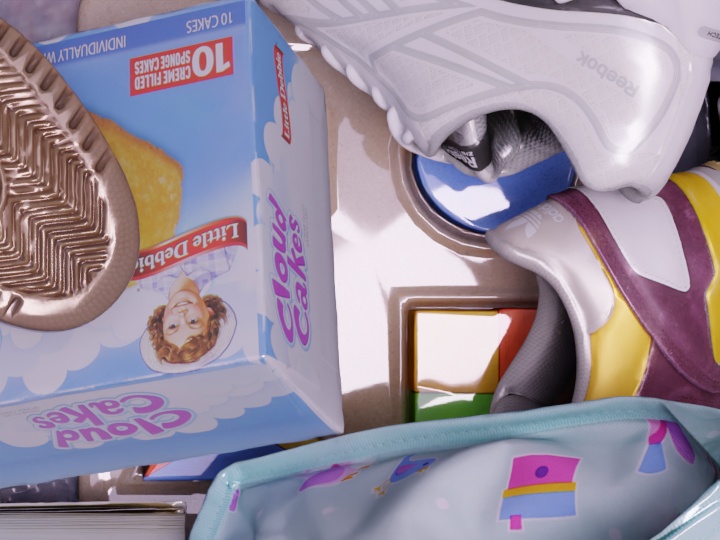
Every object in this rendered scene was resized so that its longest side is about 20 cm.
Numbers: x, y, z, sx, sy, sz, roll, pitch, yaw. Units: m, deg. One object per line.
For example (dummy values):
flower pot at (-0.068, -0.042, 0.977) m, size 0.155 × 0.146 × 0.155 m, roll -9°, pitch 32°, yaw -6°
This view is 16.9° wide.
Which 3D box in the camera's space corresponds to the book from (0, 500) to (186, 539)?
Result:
book at (-0.153, 0.139, 0.744) m, size 0.200 × 0.048 × 0.134 m, roll 0°, pitch 118°, yaw -3°

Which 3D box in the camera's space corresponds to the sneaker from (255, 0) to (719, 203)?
sneaker at (0.019, -0.072, 0.723) m, size 0.200 × 0.075 × 0.081 m, roll 17°, pitch 98°, yaw 41°

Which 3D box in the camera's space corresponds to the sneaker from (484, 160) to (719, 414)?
sneaker at (0.082, 0.068, 0.744) m, size 0.090 × 0.075 × 0.200 m, roll -11°, pitch 105°, yaw -15°

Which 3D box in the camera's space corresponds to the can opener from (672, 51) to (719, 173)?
can opener at (0.103, -0.081, 0.742) m, size 0.067 × 0.053 × 0.200 m, roll 2°, pitch 119°, yaw 28°

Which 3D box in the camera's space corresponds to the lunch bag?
lunch bag at (0.062, 0.125, 0.667) m, size 0.200 × 0.122 × 0.170 m, roll -16°, pitch 122°, yaw 33°

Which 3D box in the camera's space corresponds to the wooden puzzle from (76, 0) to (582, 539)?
wooden puzzle at (0.000, 0.000, 0.785) m, size 0.185 × 0.046 × 0.200 m, roll 0°, pitch 85°, yaw -2°

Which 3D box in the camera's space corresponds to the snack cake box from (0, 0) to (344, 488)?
snack cake box at (-0.110, 0.002, 0.723) m, size 0.200 × 0.067 × 0.115 m, roll -11°, pitch 64°, yaw 16°

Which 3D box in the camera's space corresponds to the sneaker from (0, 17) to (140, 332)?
sneaker at (-0.146, -0.049, 0.689) m, size 0.200 × 0.109 × 0.070 m, roll 37°, pitch 79°, yaw 1°
